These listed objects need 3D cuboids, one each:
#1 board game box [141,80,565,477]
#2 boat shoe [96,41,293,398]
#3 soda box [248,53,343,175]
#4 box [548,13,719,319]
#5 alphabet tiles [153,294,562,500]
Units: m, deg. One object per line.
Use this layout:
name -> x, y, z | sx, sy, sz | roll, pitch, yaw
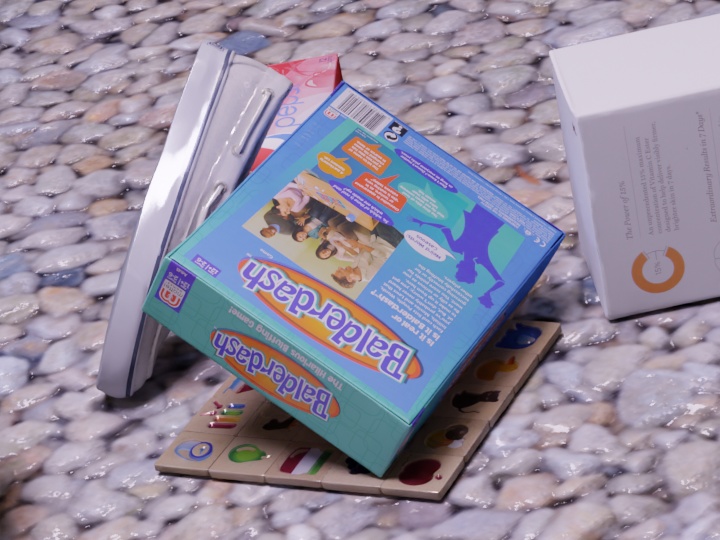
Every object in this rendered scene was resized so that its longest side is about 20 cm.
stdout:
board game box -> 0.000, 0.000, 1.501 | 0.152, 0.045, 0.200 | 35, 41, 7
boat shoe -> -0.080, -0.019, 1.575 | 0.086, 0.203, 0.075 | 19, -12, -4
soda box -> -0.044, -0.057, 1.703 | 0.070, 0.064, 0.200 | -9, 28, 7
box -> 0.213, -0.067, 1.552 | 0.199, 0.125, 0.098 | -12, 27, 0
alphabet tiles -> 0.007, 0.058, 1.526 | 0.166, 0.008, 0.200 | 3, 31, 27
